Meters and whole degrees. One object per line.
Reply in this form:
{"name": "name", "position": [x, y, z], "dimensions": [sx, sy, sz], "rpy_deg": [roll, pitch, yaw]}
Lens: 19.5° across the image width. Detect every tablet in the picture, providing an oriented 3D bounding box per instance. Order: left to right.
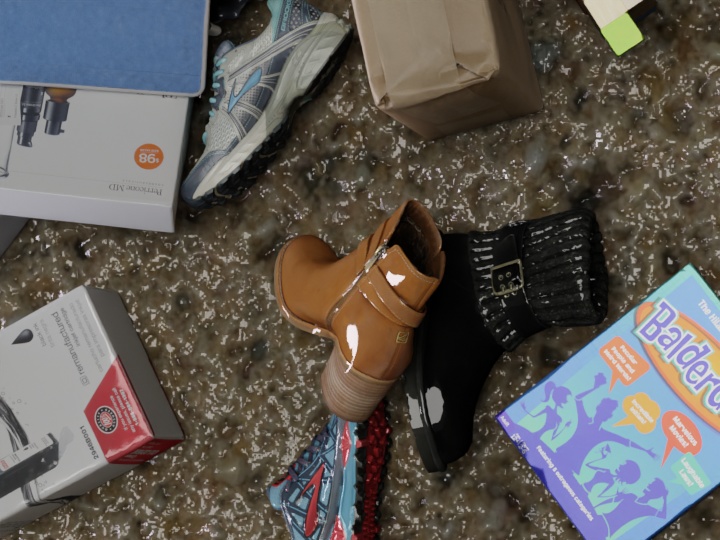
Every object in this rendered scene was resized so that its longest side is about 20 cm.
{"name": "tablet", "position": [-0.223, -0.210, 1.701], "dimensions": [0.199, 0.014, 0.131], "rpy_deg": [4, 112, -3]}

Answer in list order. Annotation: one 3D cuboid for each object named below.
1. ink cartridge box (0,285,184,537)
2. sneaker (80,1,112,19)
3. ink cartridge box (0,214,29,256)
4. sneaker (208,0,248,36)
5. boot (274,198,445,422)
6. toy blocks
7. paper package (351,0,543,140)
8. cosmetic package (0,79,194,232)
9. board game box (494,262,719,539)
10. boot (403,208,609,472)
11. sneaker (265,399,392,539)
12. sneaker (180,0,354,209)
{"name": "ink cartridge box", "position": [-0.273, 0.123, 1.756], "dimensions": [0.199, 0.084, 0.145], "rpy_deg": [-29, 79, 11]}
{"name": "sneaker", "position": [-0.271, -0.222, 1.743], "dimensions": [0.199, 0.066, 0.079], "rpy_deg": [21, 121, -11]}
{"name": "ink cartridge box", "position": [-0.400, -0.071, 1.810], "dimensions": [0.200, 0.086, 0.147], "rpy_deg": [39, 95, 13]}
{"name": "sneaker", "position": [-0.102, -0.284, 1.739], "dimensions": [0.130, 0.079, 0.199], "rpy_deg": [40, 96, 30]}
{"name": "boot", "position": [0.000, 0.000, 1.641], "dimensions": [0.200, 0.076, 0.156], "rpy_deg": [-105, 35, -48]}
{"name": "toy blocks", "position": [0.173, -0.259, 1.656], "dimensions": [0.100, 0.137, 0.200], "rpy_deg": [-34, 84, 7]}
{"name": "paper package", "position": [0.061, -0.212, 1.640], "dimensions": [0.103, 0.200, 0.192], "rpy_deg": [-14, 82, 13]}
{"name": "cosmetic package", "position": [-0.243, -0.117, 1.740], "dimensions": [0.199, 0.052, 0.152], "rpy_deg": [6, 65, 0]}
{"name": "board game box", "position": [0.229, 0.115, 1.644], "dimensions": [0.200, 0.045, 0.152], "rpy_deg": [-39, 76, 8]}
{"name": "boot", "position": [0.116, 0.053, 1.647], "dimensions": [0.157, 0.079, 0.212], "rpy_deg": [-3, 71, 15]}
{"name": "sneaker", "position": [-0.033, 0.170, 1.692], "dimensions": [0.095, 0.079, 0.201], "rpy_deg": [6, 86, 17]}
{"name": "sneaker", "position": [-0.094, -0.141, 1.740], "dimensions": [0.086, 0.078, 0.200], "rpy_deg": [36, 84, 9]}
